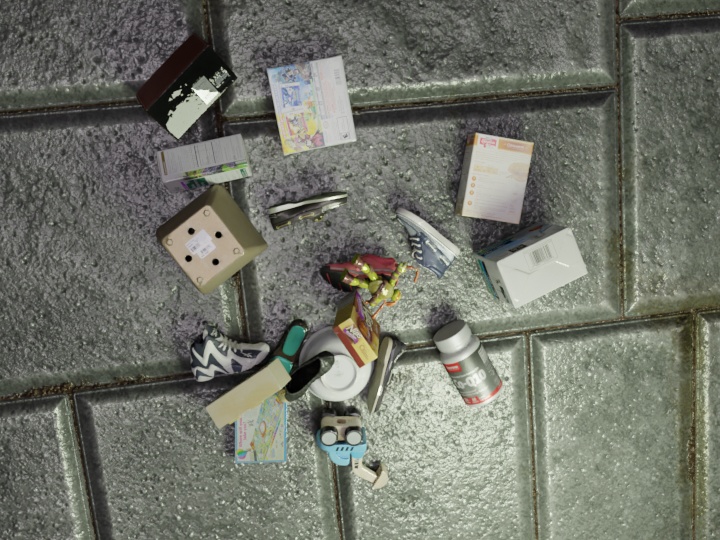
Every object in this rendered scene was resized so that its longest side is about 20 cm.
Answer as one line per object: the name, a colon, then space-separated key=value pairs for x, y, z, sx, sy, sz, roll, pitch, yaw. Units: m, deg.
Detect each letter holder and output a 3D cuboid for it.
letter holder: x=-0.402 y=-0.424 z=1.386 sx=0.200 sy=0.142 sz=0.101 roll=-46 pitch=133 yaw=1

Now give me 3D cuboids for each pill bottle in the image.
pill bottle: x=0.274 y=0.238 z=1.556 sx=0.113 sy=0.114 sz=0.202 roll=-31 pitch=101 yaw=-1

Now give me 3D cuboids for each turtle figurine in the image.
turtle figurine: x=0.034 y=0.039 z=1.436 sx=0.160 sy=0.065 sz=0.200 roll=29 pitch=131 yaw=-14

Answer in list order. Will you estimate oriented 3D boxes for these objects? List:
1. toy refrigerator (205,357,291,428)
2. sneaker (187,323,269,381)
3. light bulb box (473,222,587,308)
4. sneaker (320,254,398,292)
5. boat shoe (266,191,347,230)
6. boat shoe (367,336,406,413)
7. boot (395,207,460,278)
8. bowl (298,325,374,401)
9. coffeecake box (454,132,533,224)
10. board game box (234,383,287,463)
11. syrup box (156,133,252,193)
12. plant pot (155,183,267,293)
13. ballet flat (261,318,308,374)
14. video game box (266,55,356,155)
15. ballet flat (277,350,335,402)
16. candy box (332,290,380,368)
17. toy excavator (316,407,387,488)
toy refrigerator: x=-0.270 y=0.300 z=1.468 sx=0.199 sy=0.076 sz=0.070 roll=-33 pitch=90 yaw=14
sneaker: x=-0.332 y=0.182 z=1.489 sx=0.196 sy=0.080 sz=0.131 roll=-15 pitch=109 yaw=6
light bulb box: x=0.410 y=-0.019 z=1.489 sx=0.196 sy=0.200 sz=0.126 roll=-25 pitch=100 yaw=-3
sneaker: x=0.000 y=0.000 z=1.516 sx=0.197 sy=0.088 sz=0.074 roll=3 pitch=138 yaw=9
boat shoe: x=-0.124 y=-0.146 z=1.472 sx=0.198 sy=0.072 sz=0.061 roll=-12 pitch=104 yaw=2
boat shoe: x=0.069 y=0.274 z=1.558 sx=0.062 sy=0.073 sz=0.203 roll=14 pitch=93 yaw=-19
boot: x=0.152 y=-0.067 z=1.513 sx=0.199 sy=0.073 sz=0.091 roll=36 pitch=88 yaw=-12
bowl: x=-0.056 y=0.247 z=1.529 sx=0.198 sy=0.090 sz=0.204 roll=-1 pitch=99 yaw=-7
coffeecake box: x=0.331 y=-0.229 z=1.511 sx=0.151 sy=0.073 sz=0.203 roll=8 pitch=98 yaw=-8
board game box: x=-0.255 y=0.391 z=1.555 sx=0.132 sy=0.034 sz=0.203 roll=1 pitch=99 yaw=-8
syrup box: x=-0.361 y=-0.248 z=1.408 sx=0.197 sy=0.079 sz=0.083 roll=-14 pitch=79 yaw=-5
plant pot: x=-0.351 y=-0.064 z=1.400 sx=0.199 sy=0.177 sz=0.201 roll=-37 pitch=102 yaw=0
ballet flat: x=-0.186 y=0.206 z=1.513 sx=0.067 sy=0.069 sz=0.201 roll=31 pitch=103 yaw=-11
video game box: x=-0.116 y=-0.391 z=1.444 sx=0.179 sy=0.047 sz=0.203 roll=-12 pitch=100 yaw=-7
ballet flat: x=-0.141 y=0.256 z=1.475 sx=0.200 sy=0.056 sz=0.067 roll=-43 pitch=61 yaw=25
candy box: x=-0.006 y=0.137 z=1.460 sx=0.056 sy=0.200 sz=0.117 roll=-31 pitch=102 yaw=13
toy excavator: x=-0.021 y=0.471 z=1.577 sx=0.191 sy=0.100 sz=0.203 roll=2 pitch=111 yaw=-5
